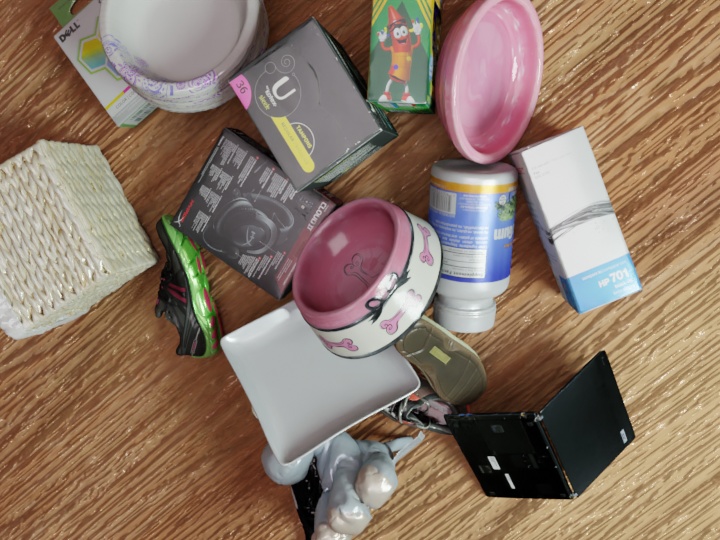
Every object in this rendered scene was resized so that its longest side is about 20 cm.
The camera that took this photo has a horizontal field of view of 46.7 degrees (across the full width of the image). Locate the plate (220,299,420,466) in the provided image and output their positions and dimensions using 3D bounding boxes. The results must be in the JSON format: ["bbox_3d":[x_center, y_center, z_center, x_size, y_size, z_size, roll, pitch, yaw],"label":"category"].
[{"bbox_3d":[-0.052,0.122,1.051,0.197,0.033,0.201,-28,56,-11],"label":"plate"}]

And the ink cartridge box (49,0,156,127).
[{"bbox_3d":[-0.335,-0.304,1.115,0.103,0.059,0.202,-35,91,10],"label":"ink cartridge box"}]

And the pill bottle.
[{"bbox_3d":[0.137,-0.031,1.052,0.109,0.112,0.205,3,108,7],"label":"pill bottle"}]

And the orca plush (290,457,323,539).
[{"bbox_3d":[-0.076,0.314,1.149,0.103,0.071,0.205,13,98,6],"label":"orca plush"}]

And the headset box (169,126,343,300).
[{"bbox_3d":[-0.128,-0.071,1.107,0.198,0.077,0.151,33,100,2],"label":"headset box"}]

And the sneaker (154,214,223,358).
[{"bbox_3d":[-0.249,0.025,1.135,0.082,0.077,0.205,-14,94,5],"label":"sneaker"}]

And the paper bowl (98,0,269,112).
[{"bbox_3d":[-0.210,-0.294,1.024,0.195,0.104,0.206,-1,80,7],"label":"paper bowl"}]

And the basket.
[{"bbox_3d":[-0.394,-0.044,1.086,0.158,0.198,0.203,-27,92,8],"label":"basket"}]

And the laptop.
[{"bbox_3d":[0.235,0.204,1.081,0.196,0.104,0.179,-7,129,30],"label":"laptop"}]

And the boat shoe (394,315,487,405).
[{"bbox_3d":[0.095,0.099,1.057,0.071,0.076,0.200,-41,131,1],"label":"boat shoe"}]

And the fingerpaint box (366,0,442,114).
[{"bbox_3d":[0.058,-0.279,0.994,0.071,0.200,0.171,4,97,7],"label":"fingerpaint box"}]

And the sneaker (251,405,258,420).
[{"bbox_3d":[-0.077,0.128,1.117,0.067,0.090,0.201,41,100,2],"label":"sneaker"}]

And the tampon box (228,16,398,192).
[{"bbox_3d":[-0.050,-0.195,1.019,0.125,0.200,0.152,-33,91,10],"label":"tampon box"}]

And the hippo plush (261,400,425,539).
[{"bbox_3d":[-0.035,0.233,1.055,0.160,0.159,0.201,41,73,3],"label":"hippo plush"}]

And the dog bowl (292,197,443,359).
[{"bbox_3d":[0.000,0.000,1.008,0.200,0.201,0.074,-42,129,11],"label":"dog bowl"}]

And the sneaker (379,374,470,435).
[{"bbox_3d":[0.053,0.165,1.108,0.195,0.082,0.079,16,99,5],"label":"sneaker"}]

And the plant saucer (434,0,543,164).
[{"bbox_3d":[0.152,-0.234,1.007,0.050,0.198,0.205,19,100,36],"label":"plant saucer"}]

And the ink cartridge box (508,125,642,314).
[{"bbox_3d":[0.258,-0.064,1.019,0.084,0.146,0.204,-20,94,8],"label":"ink cartridge box"}]
